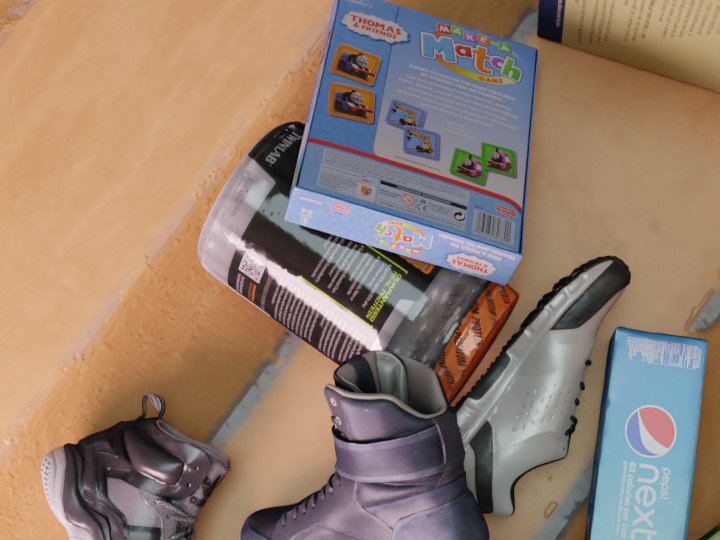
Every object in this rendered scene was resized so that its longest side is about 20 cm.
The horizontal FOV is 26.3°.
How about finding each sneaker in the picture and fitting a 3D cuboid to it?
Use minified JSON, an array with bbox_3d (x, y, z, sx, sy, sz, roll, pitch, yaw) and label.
[{"bbox_3d":[0.124,0.079,1.045,0.080,0.074,0.201,38,95,5],"label":"sneaker"},{"bbox_3d":[-0.126,0.181,1.044,0.113,0.075,0.201,-35,77,2],"label":"sneaker"},{"bbox_3d":[-0.012,0.126,0.993,0.201,0.077,0.148,-6,106,38],"label":"sneaker"}]

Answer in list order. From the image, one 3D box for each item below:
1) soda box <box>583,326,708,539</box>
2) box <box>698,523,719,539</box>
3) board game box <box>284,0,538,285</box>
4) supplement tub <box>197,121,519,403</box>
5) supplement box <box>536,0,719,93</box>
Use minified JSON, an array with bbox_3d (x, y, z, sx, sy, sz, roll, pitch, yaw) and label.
[{"bbox_3d":[0.186,0.144,1.025,0.063,0.068,0.203,8,82,6],"label":"soda box"},{"bbox_3d":[0.315,0.228,0.986,0.117,0.048,0.201,-44,77,30],"label":"box"},{"bbox_3d":[0.039,-0.094,1.022,0.150,0.037,0.201,16,49,-7],"label":"board game box"},{"bbox_3d":[0.000,0.000,1.037,0.199,0.123,0.123,35,86,10],"label":"supplement tub"},{"bbox_3d":[0.230,-0.214,1.008,0.198,0.200,0.136,18,84,9],"label":"supplement box"}]
